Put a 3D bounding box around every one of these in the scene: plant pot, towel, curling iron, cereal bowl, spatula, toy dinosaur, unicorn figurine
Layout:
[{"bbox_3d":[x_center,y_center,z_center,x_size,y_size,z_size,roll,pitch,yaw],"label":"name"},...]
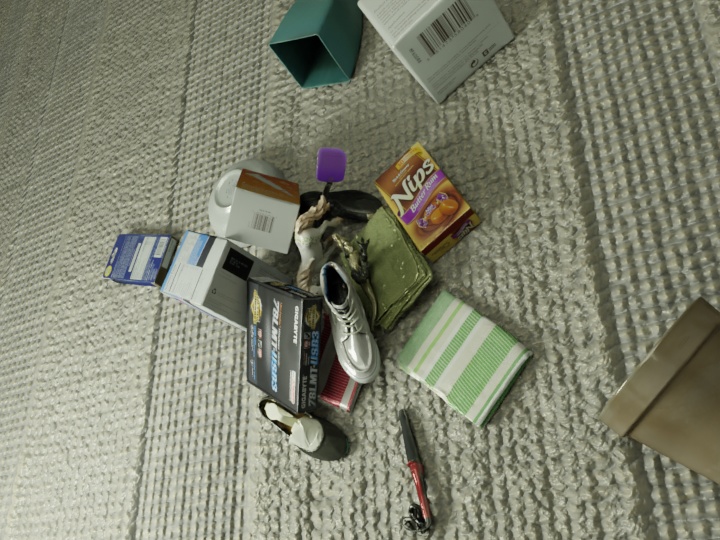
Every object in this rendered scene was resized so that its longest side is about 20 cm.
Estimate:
[{"bbox_3d":[-0.082,-0.535,1.592,0.140,0.141,0.203,1,61,34],"label":"plant pot"},{"bbox_3d":[0.043,-0.006,1.294,0.149,0.036,0.201,-47,49,20],"label":"towel"},{"bbox_3d":[-0.069,0.151,1.298,0.198,0.023,0.146,21,92,39],"label":"towel"},{"bbox_3d":[0.422,0.163,0.877,0.173,0.200,0.201,41,93,24],"label":"plant pot"},{"bbox_3d":[0.078,0.314,1.130,0.049,0.026,0.203,-21,57,22],"label":"curling iron"},{"bbox_3d":[-0.258,-0.158,1.559,0.198,0.083,0.203,-16,59,29],"label":"cereal bowl"},{"bbox_3d":[-0.066,-0.140,1.366,0.021,0.056,0.202,-109,24,-47],"label":"spatula"},{"bbox_3d":[0.163,0.140,1.161,0.199,0.023,0.154,35,89,42],"label":"towel"},{"bbox_3d":[0.000,0.000,1.264,0.047,0.089,0.202,-13,61,-13],"label":"toy dinosaur"},{"bbox_3d":[-0.082,-0.033,1.357,0.073,0.202,0.137,11,46,42],"label":"unicorn figurine"}]

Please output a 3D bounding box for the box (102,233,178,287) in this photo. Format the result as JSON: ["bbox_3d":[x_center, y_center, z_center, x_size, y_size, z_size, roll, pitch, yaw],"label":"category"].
[{"bbox_3d":[-0.526,-0.027,1.712,0.197,0.032,0.123,4,70,34],"label":"box"}]

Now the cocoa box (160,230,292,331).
[{"bbox_3d":[-0.256,0.028,1.389,0.130,0.199,0.135,13,76,38],"label":"cocoa box"}]

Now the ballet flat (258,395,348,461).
[{"bbox_3d":[-0.110,0.274,1.253,0.198,0.068,0.069,20,86,39],"label":"ballet flat"}]

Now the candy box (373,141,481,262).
[{"bbox_3d":[0.117,-0.127,1.302,0.116,0.056,0.201,-41,50,12],"label":"candy box"}]

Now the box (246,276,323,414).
[{"bbox_3d":[-0.140,0.126,1.277,0.197,0.049,0.204,18,108,54],"label":"box"}]

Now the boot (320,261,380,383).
[{"bbox_3d":[-0.025,0.084,1.201,0.073,0.096,0.202,-23,62,1],"label":"boot"}]

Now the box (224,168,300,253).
[{"bbox_3d":[-0.187,-0.119,1.390,0.200,0.122,0.099,-109,35,-71],"label":"box"}]

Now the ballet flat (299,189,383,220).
[{"bbox_3d":[-0.037,-0.123,1.421,0.197,0.057,0.067,8,45,32],"label":"ballet flat"}]

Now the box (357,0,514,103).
[{"bbox_3d":[0.143,-0.475,1.361,0.198,0.199,0.172,-40,53,12],"label":"box"}]
